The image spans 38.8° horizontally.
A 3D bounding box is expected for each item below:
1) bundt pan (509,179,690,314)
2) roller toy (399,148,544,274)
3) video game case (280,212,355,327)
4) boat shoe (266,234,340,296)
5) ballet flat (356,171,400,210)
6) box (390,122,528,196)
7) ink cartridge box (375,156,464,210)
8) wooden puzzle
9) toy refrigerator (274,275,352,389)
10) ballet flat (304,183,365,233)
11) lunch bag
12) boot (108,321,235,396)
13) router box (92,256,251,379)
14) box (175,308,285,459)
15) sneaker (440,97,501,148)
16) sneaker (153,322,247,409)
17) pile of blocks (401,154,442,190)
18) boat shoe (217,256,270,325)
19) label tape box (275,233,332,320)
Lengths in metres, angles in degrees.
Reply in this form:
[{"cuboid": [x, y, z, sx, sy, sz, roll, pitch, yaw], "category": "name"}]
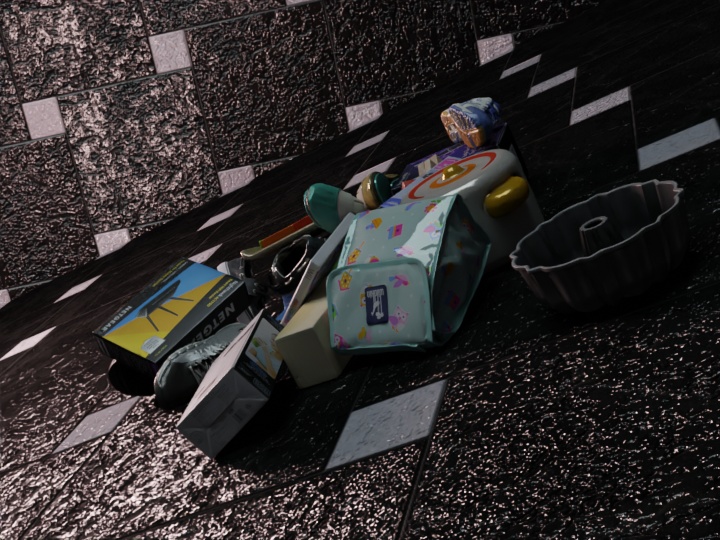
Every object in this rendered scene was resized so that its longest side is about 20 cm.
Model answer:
[{"cuboid": [0.268, -0.019, 1.116, 0.200, 0.076, 0.202, -25, 14, 7], "category": "bundt pan"}, {"cuboid": [0.152, -0.082, 1.425, 0.181, 0.141, 0.200, -25, 15, 11], "category": "roller toy"}, {"cuboid": [-0.071, 0.026, 1.454, 0.143, 0.018, 0.201, -54, -7, -52], "category": "video game case"}, {"cuboid": [-0.104, -0.012, 1.603, 0.199, 0.060, 0.077, -31, 50, 52], "category": "boat shoe"}, {"cuboid": [0.029, -0.127, 1.704, 0.070, 0.072, 0.200, -22, -1, 19], "category": "ballet flat"}, {"cuboid": [0.167, -0.145, 1.698, 0.198, 0.105, 0.148, -21, 16, 20], "category": "box"}, {"cuboid": [0.096, -0.074, 1.540, 0.042, 0.121, 0.199, 15, 40, 45], "category": "ink cartridge box"}, {"cuboid": [-0.086, -0.070, 1.700, 0.198, 0.038, 0.185, -22, 0, 14], "category": "wooden puzzle"}, {"cuboid": [-0.041, 0.072, 1.370, 0.069, 0.077, 0.200, -20, 16, 27], "category": "toy refrigerator"}, {"cuboid": [-0.019, -0.082, 1.509, 0.069, 0.068, 0.200, -4, -16, 18], "category": "ballet flat"}, {"cuboid": [0.053, 0.017, 1.285, 0.169, 0.122, 0.202, -8, 47, 37], "category": "lunch bag"}, {"cuboid": [-0.299, 0.121, 1.657, 0.208, 0.080, 0.158, -16, 21, 0], "category": "boot"}, {"cuboid": [-0.287, 0.072, 1.571, 0.148, 0.052, 0.200, 18, 48, 34], "category": "router box"}, {"cuboid": [-0.155, 0.139, 1.300, 0.117, 0.060, 0.200, -46, 8, 18], "category": "box"}, {"cuboid": [0.192, -0.253, 1.665, 0.087, 0.076, 0.200, -27, 14, -2], "category": "sneaker"}, {"cuboid": [-0.201, 0.126, 1.471, 0.115, 0.076, 0.200, -15, 18, 44], "category": "sneaker"}, {"cuboid": [0.067, -0.095, 1.592, 0.082, 0.062, 0.202, 12, 76, 47], "category": "pile of blocks"}, {"cuboid": [-0.182, 0.039, 1.674, 0.066, 0.070, 0.200, -29, 33, -1], "category": "boat shoe"}, {"cuboid": [-0.057, -0.003, 1.691, 0.143, 0.064, 0.200, -17, 17, 38], "category": "label tape box"}]
